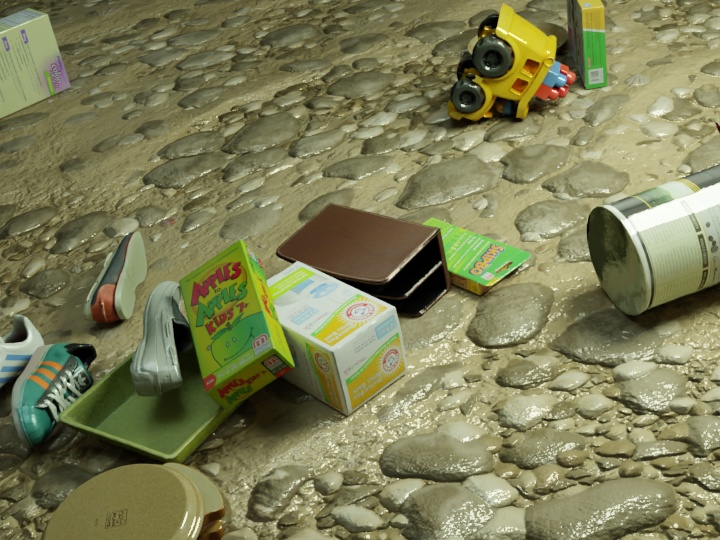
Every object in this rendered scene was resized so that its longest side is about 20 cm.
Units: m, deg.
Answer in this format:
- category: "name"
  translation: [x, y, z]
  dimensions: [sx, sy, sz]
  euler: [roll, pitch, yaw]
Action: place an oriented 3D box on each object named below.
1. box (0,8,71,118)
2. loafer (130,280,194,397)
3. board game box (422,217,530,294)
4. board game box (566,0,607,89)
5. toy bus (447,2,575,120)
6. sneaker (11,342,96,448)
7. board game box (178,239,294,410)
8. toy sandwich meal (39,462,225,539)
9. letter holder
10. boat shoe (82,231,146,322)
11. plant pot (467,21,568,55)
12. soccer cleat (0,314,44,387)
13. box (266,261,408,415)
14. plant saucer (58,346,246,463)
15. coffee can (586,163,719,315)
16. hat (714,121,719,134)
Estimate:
- category: "box"
  translation: [-0.769, -0.455, 2.472]
  dimensions: [0.199, 0.177, 0.096]
  euler: [-32, 37, -29]
- category: "loafer"
  translation: [-0.244, 0.085, 1.439]
  dimensions: [0.069, 0.070, 0.201]
  euler: [-4, 39, 3]
- category: "board game box"
  translation: [0.141, -0.021, 1.603]
  dimensions: [0.095, 0.030, 0.199]
  euler: [-33, 34, -30]
- category: "board game box"
  translation: [0.416, -0.446, 2.074]
  dimensions: [0.040, 0.154, 0.200]
  euler: [-7, 32, 5]
- category: "toy bus"
  translation: [0.268, -0.334, 1.964]
  dimensions: [0.191, 0.201, 0.136]
  euler: [26, 35, -7]
- category: "sneaker"
  translation: [-0.396, 0.152, 1.465]
  dimensions: [0.079, 0.072, 0.200]
  euler: [-13, 30, 6]
- category: "board game box"
  translation: [-0.156, 0.064, 1.387]
  dimensions: [0.101, 0.048, 0.201]
  euler: [-33, 44, 10]
- category: "toy sandwich meal"
  translation: [-0.247, 0.287, 1.208]
  dimensions: [0.204, 0.071, 0.206]
  euler: [-10, 35, 7]
- category: "letter holder"
  translation: [0.000, 0.000, 1.550]
  dimensions: [0.199, 0.101, 0.142]
  euler: [15, 42, 37]
- category: "boat shoe"
  translation: [-0.367, 0.008, 1.695]
  dimensions: [0.062, 0.072, 0.201]
  euler: [-10, 35, 9]
- category: "plant pot"
  translation: [0.313, -0.445, 2.230]
  dimensions: [0.199, 0.028, 0.200]
  euler: [-8, 31, 5]
- category: "soccer cleat"
  translation: [-0.513, 0.135, 1.517]
  dimensions: [0.069, 0.087, 0.200]
  euler: [9, 37, 30]
- category: "box"
  translation: [-0.049, 0.083, 1.428]
  dimensions: [0.112, 0.102, 0.199]
  euler: [-32, 37, -29]
- category: "plant saucer"
  translation: [-0.240, 0.167, 1.410]
  dimensions: [0.199, 0.048, 0.200]
  euler: [11, 38, 33]
- category: "coffee can"
  translation: [0.411, -0.043, 1.431]
  dimensions: [0.199, 0.147, 0.146]
  euler: [-19, 32, -12]
- category: "hat"
  translation: [0.591, -0.112, 1.449]
  dimensions: [0.199, 0.177, 0.166]
  euler: [-19, 32, -11]
